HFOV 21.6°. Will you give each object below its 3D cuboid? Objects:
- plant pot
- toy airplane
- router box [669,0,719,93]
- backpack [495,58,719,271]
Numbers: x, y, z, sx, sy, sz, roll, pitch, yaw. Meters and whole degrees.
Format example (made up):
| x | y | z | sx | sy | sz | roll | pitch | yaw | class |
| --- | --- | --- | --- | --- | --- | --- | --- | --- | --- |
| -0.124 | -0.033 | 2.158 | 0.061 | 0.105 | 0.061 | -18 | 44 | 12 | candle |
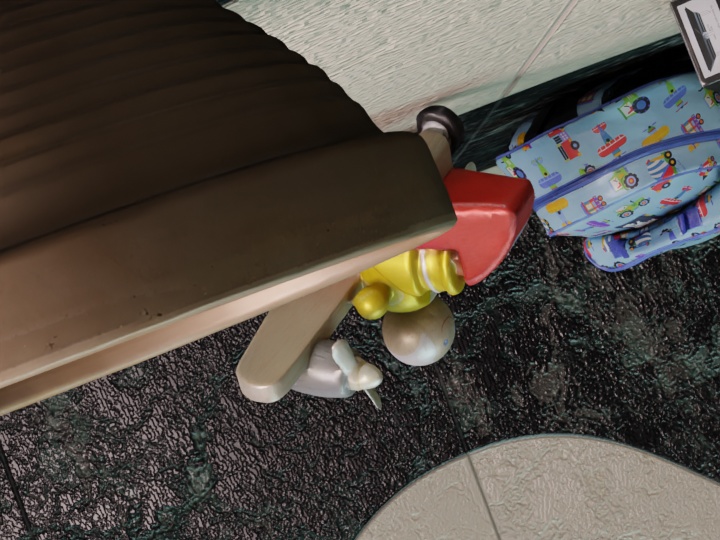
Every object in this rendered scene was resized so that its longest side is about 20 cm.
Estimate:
| x | y | z | sx | sy | sz | roll | pitch | yaw | class |
| --- | --- | --- | --- | --- | --- | --- | --- | --- | --- |
| -0.083 | -0.017 | 0.478 | 0.199 | 0.093 | 0.201 | -21 | 177 | -1 | plant pot |
| 0.000 | 0.000 | 1.119 | 0.199 | 0.142 | 0.199 | -34 | -161 | -6 | toy airplane |
| 0.265 | -0.154 | 1.069 | 0.156 | 0.053 | 0.200 | -23 | 178 | 16 | router box |
| 0.207 | -0.079 | 1.392 | 0.182 | 0.136 | 0.199 | -24 | 174 | 38 | backpack |
